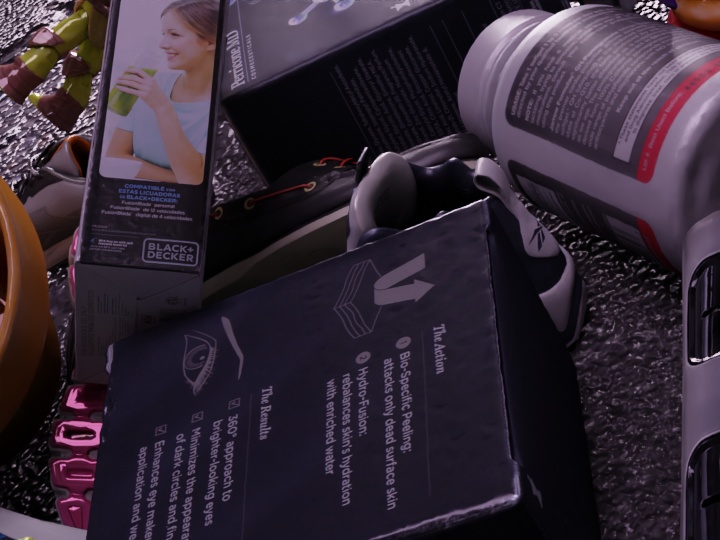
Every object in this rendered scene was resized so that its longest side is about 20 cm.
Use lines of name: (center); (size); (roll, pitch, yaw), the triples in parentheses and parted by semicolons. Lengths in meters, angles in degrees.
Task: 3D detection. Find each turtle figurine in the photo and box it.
turtle figurine: (-0.171, -0.172, 1.382); (0.064, 0.200, 0.161); (41, 95, 21)

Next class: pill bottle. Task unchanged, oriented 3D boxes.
pill bottle: (0.135, -0.071, 1.008); (0.111, 0.111, 0.200); (-39, 34, -14)

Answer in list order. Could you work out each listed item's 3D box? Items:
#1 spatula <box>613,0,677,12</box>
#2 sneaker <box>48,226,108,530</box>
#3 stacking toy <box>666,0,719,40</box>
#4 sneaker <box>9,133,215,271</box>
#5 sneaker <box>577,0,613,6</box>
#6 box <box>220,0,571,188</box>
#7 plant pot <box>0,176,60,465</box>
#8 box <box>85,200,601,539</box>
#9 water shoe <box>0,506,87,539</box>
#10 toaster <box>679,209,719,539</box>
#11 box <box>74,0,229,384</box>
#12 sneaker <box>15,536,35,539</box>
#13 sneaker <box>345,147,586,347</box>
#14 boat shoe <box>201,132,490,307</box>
spatula: (0.145, -0.146, 1.073); (0.021, 0.057, 0.200); (-29, -9, 1)
sneaker: (-0.121, 0.069, 1.060); (0.073, 0.088, 0.200); (-4, 59, -1)
stacking toy: (0.187, -0.190, 1.045); (0.109, 0.200, 0.116); (-24, 32, 9)
sneaker: (-0.189, -0.046, 1.255); (0.200, 0.079, 0.074); (-14, 38, 25)
sneaker: (0.142, -0.202, 1.124); (0.086, 0.081, 0.200); (-28, -6, 9)
box: (0.024, -0.134, 1.183); (0.200, 0.107, 0.149); (-25, 34, 9)
plant pot: (-0.244, 0.033, 1.061); (0.199, 0.183, 0.201); (-3, 75, 10)
box: (-0.006, 0.099, 0.883); (0.199, 0.118, 0.197); (-21, 35, 15)
water shoe: (-0.179, 0.161, 0.975); (0.200, 0.072, 0.079); (1, 46, 39)
toaster: (0.189, 0.084, 0.704); (0.118, 0.200, 0.181); (-15, 43, 25)
box: (-0.103, -0.054, 1.017); (0.060, 0.117, 0.201); (5, 58, -4)
sneaker: (-0.175, 0.195, 0.832); (0.200, 0.083, 0.074); (-64, 26, 26)
sneaker: (0.000, 0.000, 0.999); (0.199, 0.130, 0.080); (-12, 35, 24)
boat shoe: (-0.018, -0.032, 1.076); (0.201, 0.074, 0.063); (-24, 64, 31)
